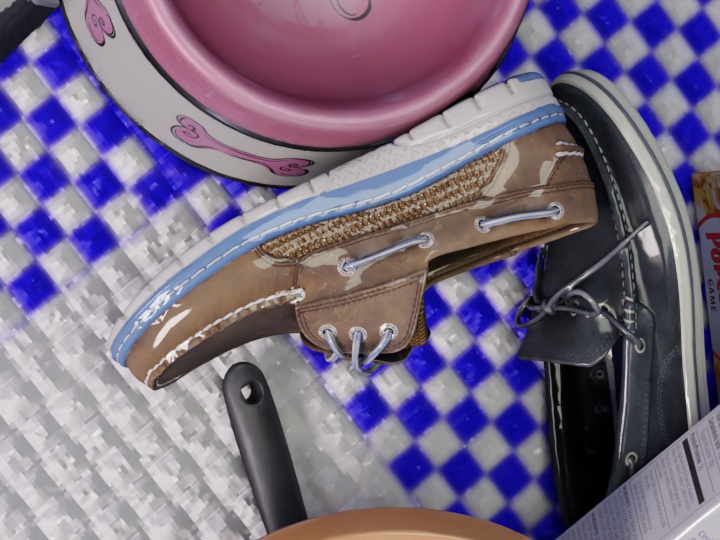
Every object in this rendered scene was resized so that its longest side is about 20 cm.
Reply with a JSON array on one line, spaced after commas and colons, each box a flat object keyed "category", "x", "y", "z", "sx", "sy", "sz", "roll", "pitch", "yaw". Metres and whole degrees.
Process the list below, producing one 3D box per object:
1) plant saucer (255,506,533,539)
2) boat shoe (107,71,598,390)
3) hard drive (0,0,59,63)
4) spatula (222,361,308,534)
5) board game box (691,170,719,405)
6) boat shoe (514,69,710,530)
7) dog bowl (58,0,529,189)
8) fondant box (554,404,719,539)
[{"category": "plant saucer", "x": 0.011, "y": 0.182, "z": 0.774, "sx": 0.199, "sy": 0.032, "sz": 0.201, "roll": -1, "pitch": 117, "yaw": -1}, {"category": "boat shoe", "x": 0.000, "y": 0.000, "z": 0.780, "sx": 0.200, "sy": 0.072, "sz": 0.073, "roll": -30, "pitch": 80, "yaw": 0}, {"category": "hard drive", "x": -0.220, "y": -0.132, "z": 0.749, "sx": 0.200, "sy": 0.042, "sz": 0.135, "roll": 46, "pitch": 77, "yaw": -12}, {"category": "spatula", "x": -0.018, "y": 0.132, "z": 0.819, "sx": 0.056, "sy": 0.021, "sz": 0.201, "roll": -22, "pitch": 94, "yaw": -29}, {"category": "board game box", "x": 0.230, "y": 0.047, "z": 0.883, "sx": 0.151, "sy": 0.046, "sz": 0.201, "roll": -9, "pitch": 93, "yaw": -16}, {"category": "boat shoe", "x": 0.098, "y": 0.019, "z": 0.831, "sx": 0.062, "sy": 0.075, "sz": 0.201, "roll": -12, "pitch": 98, "yaw": -23}, {"category": "dog bowl", "x": -0.018, "y": -0.134, "z": 0.796, "sx": 0.199, "sy": 0.074, "sz": 0.201, "roll": 0, "pitch": 89, "yaw": -18}, {"category": "fondant box", "x": 0.176, "y": 0.122, "z": 0.796, "sx": 0.144, "sy": 0.058, "sz": 0.200, "roll": 40, "pitch": 112, "yaw": -20}]
